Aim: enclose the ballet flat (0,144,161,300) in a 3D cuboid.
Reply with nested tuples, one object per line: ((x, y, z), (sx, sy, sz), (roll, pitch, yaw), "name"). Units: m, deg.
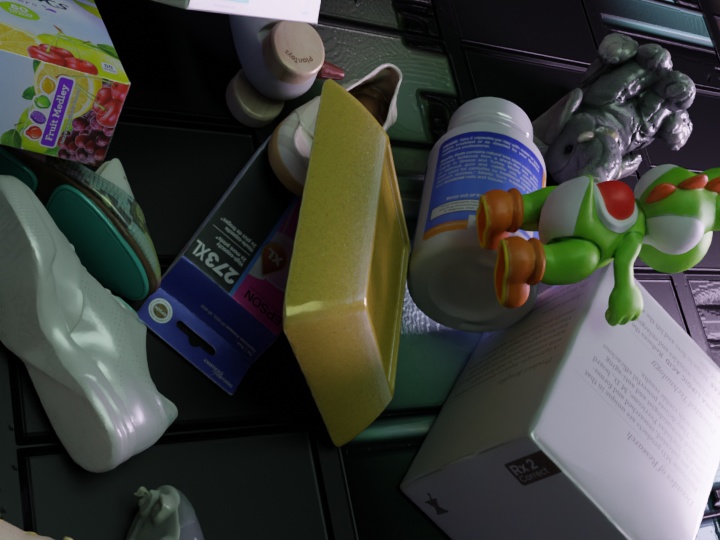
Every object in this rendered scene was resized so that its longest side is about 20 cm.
((-0.209, -0.064, 0.705), (0.199, 0.069, 0.072), (37, 43, -11), "ballet flat")

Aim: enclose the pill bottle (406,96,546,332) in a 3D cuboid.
((0.106, -0.056, 0.887), (0.111, 0.112, 0.202), (31, 46, -19), "pill bottle")

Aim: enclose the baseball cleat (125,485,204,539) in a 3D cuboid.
((-0.099, 0.223, 0.611), (0.106, 0.070, 0.201), (38, 21, -30), "baseball cleat")

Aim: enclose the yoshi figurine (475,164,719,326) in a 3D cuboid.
((0.190, -0.024, 0.763), (0.196, 0.112, 0.115), (-10, 100, -4), "yoshi figurine")

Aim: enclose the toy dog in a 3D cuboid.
((-0.067, -0.224, 0.849), (0.095, 0.131, 0.205), (-8, 98, -38), "toy dog")

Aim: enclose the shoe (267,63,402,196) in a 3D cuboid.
((-0.016, -0.124, 0.849), (0.070, 0.053, 0.200), (44, 36, -4), "shoe")

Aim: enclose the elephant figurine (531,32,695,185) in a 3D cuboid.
((0.229, -0.130, 1.018), (0.141, 0.156, 0.200), (35, 72, 28), "elephant figurine")

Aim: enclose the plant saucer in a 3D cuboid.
((0.000, 0.000, 0.745), (0.047, 0.201, 0.203), (1, 58, 11), "plant saucer")

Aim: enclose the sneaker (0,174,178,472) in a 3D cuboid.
((-0.188, 0.028, 0.678), (0.088, 0.075, 0.203), (-25, 90, -53), "sneaker")

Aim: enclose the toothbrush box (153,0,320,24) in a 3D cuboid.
((-0.139, -0.242, 0.732), (0.145, 0.197, 0.087), (-14, 119, -56), "toothbrush box")

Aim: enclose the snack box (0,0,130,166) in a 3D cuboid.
((-0.265, -0.154, 0.657), (0.197, 0.068, 0.169), (13, 27, -31), "snack box")

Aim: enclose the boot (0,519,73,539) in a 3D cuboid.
((-0.233, 0.135, 0.574), (0.154, 0.073, 0.202), (28, 33, -32), "boot")

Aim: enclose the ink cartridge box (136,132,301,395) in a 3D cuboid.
((-0.082, -0.011, 0.788), (0.094, 0.037, 0.201), (40, 52, -12), "ink cartridge box")

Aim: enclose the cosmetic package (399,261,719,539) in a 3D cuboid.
((0.168, 0.134, 0.809), (0.165, 0.164, 0.201), (43, 51, -9), "cosmetic package")
